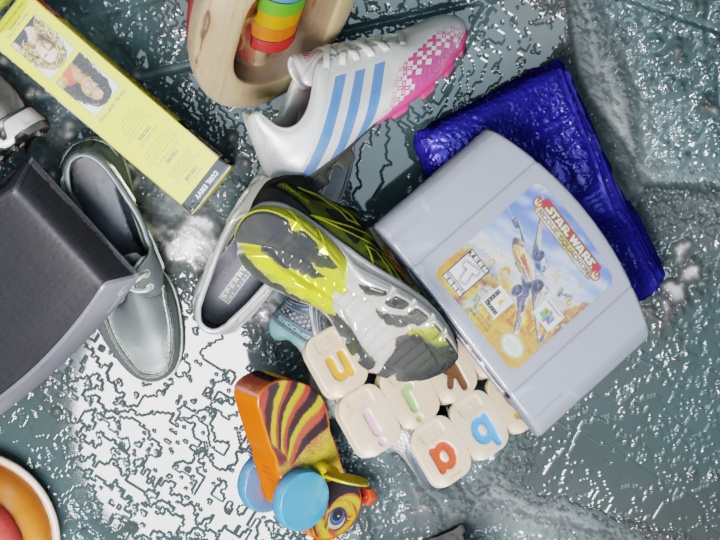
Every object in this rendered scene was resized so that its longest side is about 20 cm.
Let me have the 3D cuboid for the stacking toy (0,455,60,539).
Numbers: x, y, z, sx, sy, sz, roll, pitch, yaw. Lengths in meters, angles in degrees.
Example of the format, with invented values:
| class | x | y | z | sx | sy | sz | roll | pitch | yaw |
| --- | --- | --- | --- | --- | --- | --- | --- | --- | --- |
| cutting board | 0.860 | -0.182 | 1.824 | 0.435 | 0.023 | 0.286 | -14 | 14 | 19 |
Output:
| class | x | y | z | sx | sy | sz | roll | pitch | yaw |
| --- | --- | --- | --- | --- | --- | --- | --- | --- | --- |
| stacking toy | -0.312 | 0.228 | 0.990 | 0.144 | 0.200 | 0.149 | 0 | 98 | -1 |

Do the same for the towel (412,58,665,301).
| class | x | y | z | sx | sy | sz | roll | pitch | yaw |
| --- | --- | --- | --- | --- | --- | --- | --- | --- | --- |
| towel | 0.142 | -0.047 | 1.026 | 0.146 | 0.049 | 0.202 | -29 | 95 | -15 |

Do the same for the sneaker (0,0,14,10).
| class | x | y | z | sx | sy | sz | roll | pitch | yaw |
| --- | --- | --- | --- | --- | --- | --- | --- | --- | --- |
| sneaker | -0.289 | -0.226 | 0.981 | 0.198 | 0.105 | 0.076 | -32 | 97 | 3 |

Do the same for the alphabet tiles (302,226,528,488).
| class | x | y | z | sx | sy | sz | roll | pitch | yaw |
| --- | --- | --- | --- | --- | --- | --- | --- | --- | --- |
| alphabet tiles | 0.053 | 0.054 | 1.018 | 0.199 | 0.015 | 0.197 | -30 | 88 | -29 |

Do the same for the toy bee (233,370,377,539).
| class | x | y | z | sx | sy | sz | roll | pitch | yaw |
| --- | --- | --- | --- | --- | --- | --- | --- | --- | --- |
| toy bee | -0.042 | 0.166 | 1.041 | 0.108 | 0.131 | 0.203 | -17 | 130 | -36 |

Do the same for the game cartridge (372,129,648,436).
| class | x | y | z | sx | sy | sz | roll | pitch | yaw |
| --- | --- | --- | --- | --- | --- | --- | --- | --- | --- |
| game cartridge | 0.119 | 0.003 | 0.984 | 0.133 | 0.042 | 0.201 | -40 | 96 | -3 |

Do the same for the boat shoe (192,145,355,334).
| class | x | y | z | sx | sy | sz | roll | pitch | yaw |
| --- | --- | --- | --- | --- | --- | --- | --- | --- | --- |
| boat shoe | -0.065 | -0.035 | 1.031 | 0.073 | 0.065 | 0.202 | 28 | 95 | -4 |

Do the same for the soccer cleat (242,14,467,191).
| class | x | y | z | sx | sy | sz | roll | pitch | yaw |
| --- | --- | --- | --- | --- | --- | --- | --- | --- | --- |
| soccer cleat | -0.002 | -0.145 | 0.991 | 0.200 | 0.070 | 0.087 | -43 | 111 | -17 |

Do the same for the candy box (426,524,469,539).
| class | x | y | z | sx | sy | sz | roll | pitch | yaw |
| --- | --- | --- | --- | --- | --- | --- | --- | --- | --- |
| candy box | 0.028 | 0.329 | 1.077 | 0.198 | 0.072 | 0.170 | -24 | 97 | 2 |

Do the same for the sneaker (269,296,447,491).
| class | x | y | z | sx | sy | sz | roll | pitch | yaw |
| --- | --- | --- | --- | --- | --- | --- | --- | --- | --- |
| sneaker | 0.003 | 0.095 | 1.056 | 0.086 | 0.078 | 0.201 | -34 | 90 | 15 |

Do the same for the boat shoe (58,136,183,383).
| class | x | y | z | sx | sy | sz | roll | pitch | yaw |
| --- | --- | --- | --- | --- | --- | --- | --- | --- | --- |
| boat shoe | -0.189 | -0.004 | 1.033 | 0.072 | 0.062 | 0.203 | -15 | 98 | -2 |

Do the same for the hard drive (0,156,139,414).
| class | x | y | z | sx | sy | sz | roll | pitch | yaw |
| --- | --- | --- | --- | --- | --- | --- | --- | --- | --- |
| hard drive | -0.277 | 0.025 | 1.016 | 0.199 | 0.042 | 0.135 | -40 | 96 | 23 |

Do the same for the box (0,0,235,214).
| class | x | y | z | sx | sy | sz | roll | pitch | yaw |
| --- | --- | --- | --- | --- | --- | --- | --- | --- | --- |
| box | -0.187 | -0.126 | 1.013 | 0.199 | 0.075 | 0.050 | 40 | 92 | -5 |

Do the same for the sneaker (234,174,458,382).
| class | x | y | z | sx | sy | sz | roll | pitch | yaw |
| --- | --- | --- | --- | --- | --- | --- | --- | --- | --- |
| sneaker | 0.000 | 0.000 | 0.961 | 0.074 | 0.085 | 0.200 | -34 | 117 | 32 |

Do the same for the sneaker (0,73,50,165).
| class | x | y | z | sx | sy | sz | roll | pitch | yaw |
| --- | --- | --- | --- | --- | --- | --- | --- | --- | --- |
| sneaker | -0.342 | -0.091 | 1.019 | 0.199 | 0.066 | 0.091 | -34 | 94 | -1 |

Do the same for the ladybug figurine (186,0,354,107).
| class | x | y | z | sx | sy | sz | roll | pitch | yaw |
| --- | --- | --- | --- | --- | --- | --- | --- | --- | --- |
| ladybug figurine | -0.068 | -0.205 | 0.967 | 0.134 | 0.201 | 0.072 | -17 | 62 | -33 |
